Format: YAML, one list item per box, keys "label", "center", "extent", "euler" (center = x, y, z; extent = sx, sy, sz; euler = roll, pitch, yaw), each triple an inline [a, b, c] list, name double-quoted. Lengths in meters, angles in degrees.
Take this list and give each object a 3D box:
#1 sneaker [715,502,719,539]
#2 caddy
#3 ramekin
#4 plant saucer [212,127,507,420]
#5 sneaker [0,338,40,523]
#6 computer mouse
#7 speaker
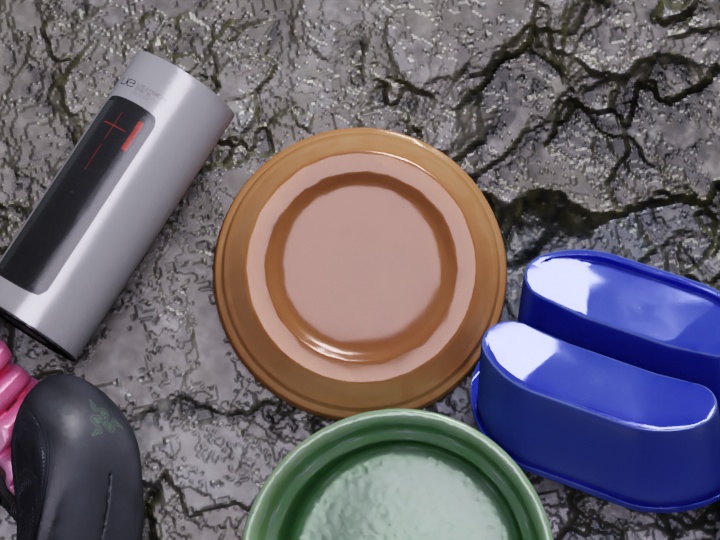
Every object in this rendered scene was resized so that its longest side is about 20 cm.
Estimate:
- label: "sneaker"
  center: [0.245, 0.201, 1.640]
  extent: [0.108, 0.070, 0.201]
  euler: [-21, 84, -6]
- label: "caddy"
  center: [0.167, 0.076, 1.628]
  extent: [0.199, 0.105, 0.142]
  euler: [20, 52, 22]
- label: "ramekin"
  center: [0.027, 0.188, 1.613]
  extent: [0.199, 0.098, 0.201]
  euler: [0, 87, 5]
- label: "plant saucer"
  center: [0.000, 0.000, 1.689]
  extent: [0.199, 0.037, 0.201]
  euler: [0, 79, -1]
- label: "sneaker"
  center: [-0.251, 0.099, 1.656]
  extent: [0.201, 0.095, 0.079]
  euler: [57, 44, -9]
- label: "computer mouse"
  center: [-0.171, 0.163, 1.612]
  extent: [0.138, 0.053, 0.201]
  euler: [3, 77, -45]
- label: "speaker"
  center: [-0.167, -0.044, 1.673]
  extent: [0.081, 0.081, 0.201]
  euler: [32, 82, 5]
